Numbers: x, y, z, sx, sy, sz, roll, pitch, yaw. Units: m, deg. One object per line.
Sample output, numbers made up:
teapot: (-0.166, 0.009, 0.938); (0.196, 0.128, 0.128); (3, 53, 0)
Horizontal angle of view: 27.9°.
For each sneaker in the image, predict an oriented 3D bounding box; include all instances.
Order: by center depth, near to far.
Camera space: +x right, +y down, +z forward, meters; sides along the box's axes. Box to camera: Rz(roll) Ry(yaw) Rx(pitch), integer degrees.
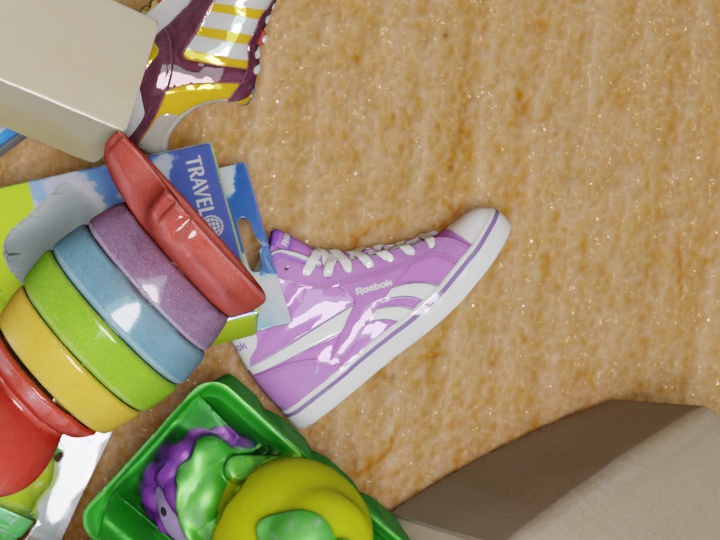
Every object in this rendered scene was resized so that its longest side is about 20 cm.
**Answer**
sneaker: (-0.084, -0.159, 0.938); (0.200, 0.075, 0.090); (-41, 105, 2)
sneaker: (0.000, 0.000, 0.962); (0.200, 0.073, 0.115); (-39, 97, -6)

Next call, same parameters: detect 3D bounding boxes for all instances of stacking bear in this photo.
stacking bear: (-0.160, 0.043, 0.808); (0.200, 0.121, 0.114); (-42, 132, -1)

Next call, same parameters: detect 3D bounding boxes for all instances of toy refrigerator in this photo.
toy refrigerator: (-0.225, -0.138, 0.828); (0.198, 0.070, 0.077); (21, 68, -21)

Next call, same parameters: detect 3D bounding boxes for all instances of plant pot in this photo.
plant pot: (0.170, 0.193, 0.954); (0.177, 0.200, 0.201); (-37, 99, -18)

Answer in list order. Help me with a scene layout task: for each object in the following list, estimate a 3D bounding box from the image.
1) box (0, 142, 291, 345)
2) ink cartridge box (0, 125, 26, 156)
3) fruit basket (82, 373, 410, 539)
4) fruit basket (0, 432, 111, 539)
box: (-0.151, -0.003, 0.901); (0.198, 0.048, 0.123); (-14, 73, -11)
ink cartridge box: (-0.305, -0.133, 0.874); (0.146, 0.084, 0.201); (-39, 99, -22)
fruit basket: (-0.055, 0.170, 0.886); (0.215, 0.216, 0.156); (42, 102, -10)
fruit basket: (-0.251, 0.093, 0.911); (0.184, 0.094, 0.201); (27, 85, -11)
